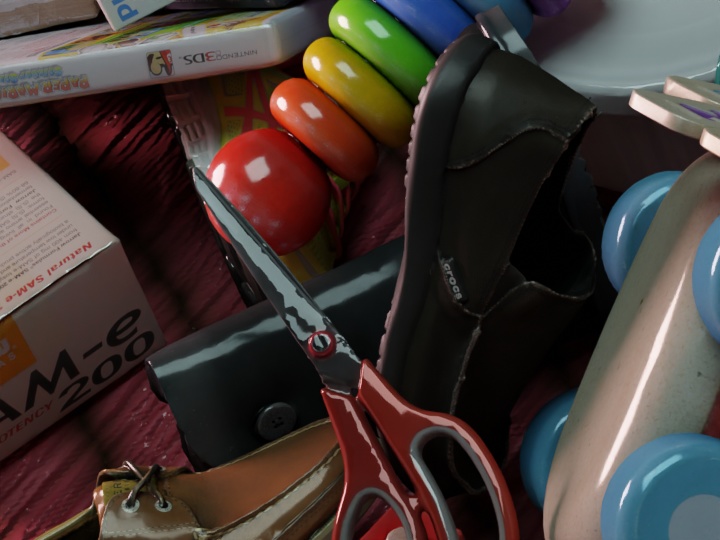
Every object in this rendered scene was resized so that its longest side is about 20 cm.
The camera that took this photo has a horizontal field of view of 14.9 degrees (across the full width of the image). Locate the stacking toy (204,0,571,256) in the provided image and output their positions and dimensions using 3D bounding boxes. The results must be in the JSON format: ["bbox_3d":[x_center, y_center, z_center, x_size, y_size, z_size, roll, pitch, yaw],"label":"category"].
[{"bbox_3d":[0.012,-0.086,1.158,0.200,0.085,0.085,-49,47,-1],"label":"stacking toy"}]

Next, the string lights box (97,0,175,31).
[{"bbox_3d":[-0.037,-0.189,1.270,0.200,0.059,0.103,-27,17,5],"label":"string lights box"}]

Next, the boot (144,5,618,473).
[{"bbox_3d":[0.000,0.001,1.137,0.200,0.165,0.066,-25,32,-2],"label":"boot"}]

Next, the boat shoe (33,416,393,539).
[{"bbox_3d":[-0.083,0.111,1.096,0.200,0.068,0.072,-35,15,1],"label":"boat shoe"}]

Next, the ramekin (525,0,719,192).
[{"bbox_3d":[0.145,-0.121,1.240,0.202,0.094,0.203,-12,46,12],"label":"ramekin"}]

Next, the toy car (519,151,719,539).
[{"bbox_3d":[0.185,0.064,1.030,0.200,0.184,0.177,21,91,-8],"label":"toy car"}]

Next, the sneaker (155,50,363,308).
[{"bbox_3d":[-0.031,-0.044,1.252,0.090,0.078,0.200,-21,44,-2],"label":"sneaker"}]

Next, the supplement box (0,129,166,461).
[{"bbox_3d":[-0.198,-0.002,1.279,0.126,0.074,0.200,-35,45,-14],"label":"supplement box"}]

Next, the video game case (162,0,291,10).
[{"bbox_3d":[-0.030,-0.168,1.330,0.143,0.019,0.200,-35,20,-20],"label":"video game case"}]

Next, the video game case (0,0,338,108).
[{"bbox_3d":[-0.098,-0.107,1.299,0.182,0.023,0.200,-8,10,16],"label":"video game case"}]

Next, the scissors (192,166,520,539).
[{"bbox_3d":[-0.002,0.035,1.049,0.073,0.014,0.200,-25,71,11],"label":"scissors"}]

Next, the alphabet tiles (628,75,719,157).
[{"bbox_3d":[0.196,-0.024,0.962,0.200,0.195,0.015,35,112,50],"label":"alphabet tiles"}]

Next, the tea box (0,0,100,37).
[{"bbox_3d":[-0.224,-0.209,1.411,0.200,0.134,0.197,-10,28,16],"label":"tea box"}]

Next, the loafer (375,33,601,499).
[{"bbox_3d":[0.052,0.010,1.059,0.071,0.200,0.073,16,35,19],"label":"loafer"}]

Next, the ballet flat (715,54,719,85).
[{"bbox_3d":[0.229,-0.081,1.136,0.067,0.068,0.200,6,16,44],"label":"ballet flat"}]

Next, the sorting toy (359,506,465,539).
[{"bbox_3d":[0.013,0.188,1.017,0.200,0.070,0.199,28,63,39],"label":"sorting toy"}]
